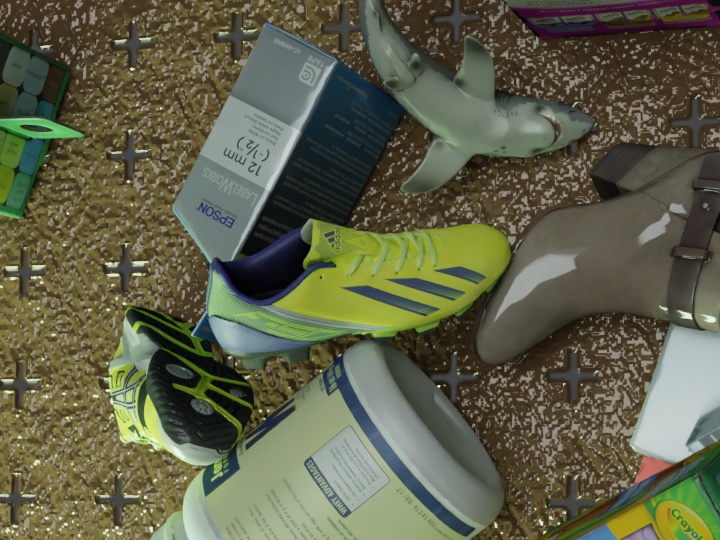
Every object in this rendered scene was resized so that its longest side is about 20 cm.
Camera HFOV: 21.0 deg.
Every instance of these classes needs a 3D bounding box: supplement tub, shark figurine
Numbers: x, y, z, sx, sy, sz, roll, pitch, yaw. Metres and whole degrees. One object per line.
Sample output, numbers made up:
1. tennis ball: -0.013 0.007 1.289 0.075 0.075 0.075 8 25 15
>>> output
1. supplement tub: -0.023 0.157 1.260 0.200 0.145 0.145 -40 72 10
2. shark figurine: 0.043 -0.145 1.305 0.128 0.090 0.215 -36 109 15

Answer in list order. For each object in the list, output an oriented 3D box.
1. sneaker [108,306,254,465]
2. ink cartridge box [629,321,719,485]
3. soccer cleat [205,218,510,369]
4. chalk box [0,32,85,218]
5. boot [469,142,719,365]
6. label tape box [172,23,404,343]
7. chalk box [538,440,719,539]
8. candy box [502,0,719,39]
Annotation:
1. sneaker: -0.124 0.092 1.308 0.075 0.200 0.077 17 103 -19
2. ink cartridge box: 0.264 0.140 1.217 0.199 0.044 0.174 18 87 21
3. soccer cleat: 0.000 0.001 1.220 0.199 0.084 0.065 -16 32 -9
4. chalk box: -0.300 -0.116 1.410 0.199 0.125 0.124 18 88 22
5. boot: 0.177 0.003 1.233 0.146 0.070 0.200 32 84 42
6. label tape box: -0.060 -0.049 1.304 0.066 0.143 0.201 30 93 21
7. chalk box: 0.201 0.181 1.153 0.200 0.125 0.124 -33 84 24
8. candy box: 0.152 -0.202 1.222 0.136 0.200 0.061 -2 82 19
